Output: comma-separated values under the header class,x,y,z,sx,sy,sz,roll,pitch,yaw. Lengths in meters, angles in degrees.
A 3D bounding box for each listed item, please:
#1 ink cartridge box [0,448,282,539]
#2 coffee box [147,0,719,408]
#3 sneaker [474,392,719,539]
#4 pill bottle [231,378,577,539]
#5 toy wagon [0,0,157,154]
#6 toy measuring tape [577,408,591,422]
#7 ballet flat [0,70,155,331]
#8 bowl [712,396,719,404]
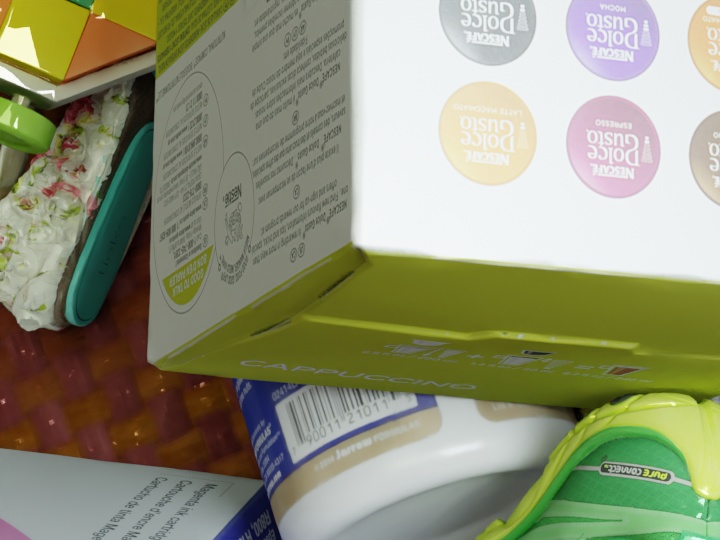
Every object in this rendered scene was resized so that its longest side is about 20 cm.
class,x,y,z,sx,sy,sz,roll,pitch,yaw
ink cartridge box,-0.104,0.117,1.056,0.200,0.196,0.043,4,107,15
coffee box,0.055,-0.070,0.946,0.199,0.200,0.198,5,76,-20
sneaker,0.071,0.125,1.020,0.074,0.200,0.084,12,45,-15
pill bottle,0.000,0.000,1.096,0.116,0.116,0.200,-21,70,8
toy wagon,-0.153,-0.142,1.092,0.200,0.040,0.155,24,77,-13
toy measuring tape,0.131,-0.015,1.099,0.074,0.074,0.200,26,75,18
ballet flat,-0.097,-0.072,1.160,0.064,0.076,0.200,25,81,18
bowl,0.200,0.106,1.014,0.094,0.201,0.201,-15,70,-28
